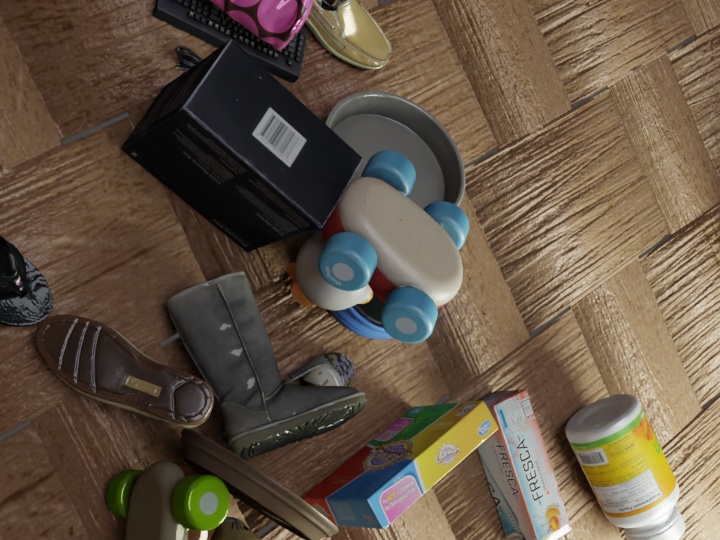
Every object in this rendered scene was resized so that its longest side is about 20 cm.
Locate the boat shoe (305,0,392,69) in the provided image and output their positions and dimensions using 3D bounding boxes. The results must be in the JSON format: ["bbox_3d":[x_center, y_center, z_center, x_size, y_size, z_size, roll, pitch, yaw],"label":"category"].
[{"bbox_3d":[-0.030,-0.328,1.403,0.199,0.076,0.072,33,66,-25],"label":"boat shoe"}]

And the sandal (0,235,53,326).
[{"bbox_3d":[-0.394,-0.019,1.137,0.201,0.048,0.075,49,61,-16],"label":"sandal"}]

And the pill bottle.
[{"bbox_3d":[0.374,0.284,1.545,0.111,0.111,0.201,-32,100,-32],"label":"pill bottle"}]

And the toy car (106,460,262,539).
[{"bbox_3d":[-0.150,0.290,1.188,0.199,0.164,0.159,14,75,-40],"label":"toy car"}]

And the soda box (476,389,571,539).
[{"bbox_3d":[0.207,0.261,1.467,0.063,0.068,0.202,-19,92,-33],"label":"soda box"}]

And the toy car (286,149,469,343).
[{"bbox_3d":[0.000,0.000,1.292,0.177,0.200,0.185,40,44,-16],"label":"toy car"}]

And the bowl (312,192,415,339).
[{"bbox_3d":[0.031,-0.015,1.416,0.199,0.039,0.203,6,79,-32],"label":"bowl"}]

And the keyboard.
[{"bbox_3d":[-0.158,-0.281,1.348,0.199,0.021,0.128,21,72,-28],"label":"keyboard"}]

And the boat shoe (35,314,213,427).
[{"bbox_3d":[-0.255,0.116,1.195,0.201,0.075,0.075,30,74,-1],"label":"boat shoe"}]

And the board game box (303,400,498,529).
[{"bbox_3d":[0.047,0.229,1.320,0.199,0.153,0.041,-35,100,-32],"label":"board game box"}]

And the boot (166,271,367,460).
[{"bbox_3d":[-0.105,0.095,1.253,0.180,0.073,0.201,-13,63,-23],"label":"boot"}]

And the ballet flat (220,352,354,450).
[{"bbox_3d":[-0.070,0.157,1.307,0.200,0.072,0.073,-29,98,-33],"label":"ballet flat"}]

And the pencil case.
[{"bbox_3d":[-0.145,-0.356,1.310,0.199,0.094,0.091,34,44,-16],"label":"pencil case"}]

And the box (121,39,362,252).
[{"bbox_3d":[-0.134,-0.131,1.243,0.200,0.182,0.105,41,63,-21],"label":"box"}]

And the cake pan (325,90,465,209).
[{"bbox_3d":[0.038,-0.134,1.403,0.199,0.037,0.202,13,57,-22],"label":"cake pan"}]

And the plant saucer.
[{"bbox_3d":[-0.113,0.235,1.190,0.200,0.200,0.030,40,72,-21],"label":"plant saucer"}]
